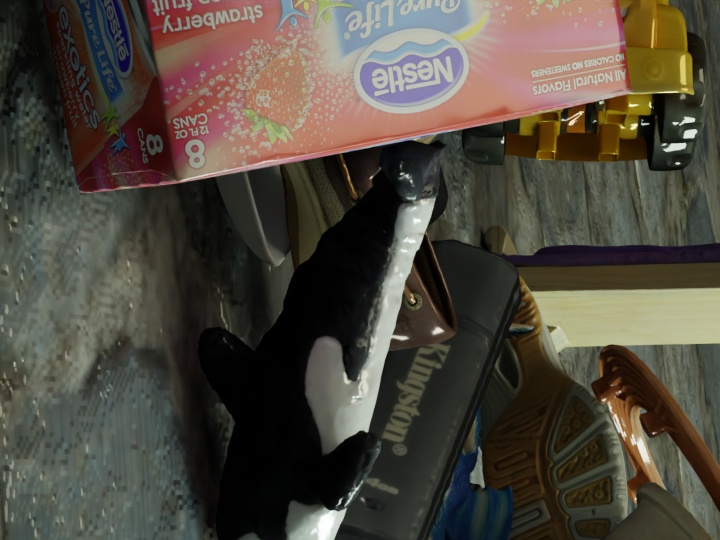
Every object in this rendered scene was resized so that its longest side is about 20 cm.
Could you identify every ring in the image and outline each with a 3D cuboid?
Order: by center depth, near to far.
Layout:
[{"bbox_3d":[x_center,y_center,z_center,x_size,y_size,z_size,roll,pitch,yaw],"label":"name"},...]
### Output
[{"bbox_3d":[0.169,0.130,1.065,0.201,0.019,0.200,62,-5,9],"label":"ring"}]

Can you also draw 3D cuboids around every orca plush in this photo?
[{"bbox_3d":[-0.028,0.037,0.828,0.105,0.071,0.201,-98,-153,-59],"label":"orca plush"}]

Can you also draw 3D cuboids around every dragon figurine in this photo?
[{"bbox_3d":[0.040,0.108,1.037,0.200,0.058,0.100,-56,138,-55],"label":"dragon figurine"}]

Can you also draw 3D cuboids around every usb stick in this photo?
[{"bbox_3d":[0.027,0.061,0.970,0.033,0.055,0.201,111,3,-47],"label":"usb stick"}]

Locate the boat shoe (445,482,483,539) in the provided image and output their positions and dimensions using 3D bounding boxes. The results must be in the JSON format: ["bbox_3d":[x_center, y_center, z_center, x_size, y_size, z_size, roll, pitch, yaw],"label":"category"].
[{"bbox_3d":[0.069,0.206,1.085,0.072,0.060,0.203,2,82,-69],"label":"boat shoe"}]

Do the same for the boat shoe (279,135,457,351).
[{"bbox_3d":[0.001,-0.060,0.879,0.072,0.071,0.202,-42,124,-66],"label":"boat shoe"}]

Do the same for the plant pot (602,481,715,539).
[{"bbox_3d":[0.117,0.234,0.973,0.201,0.183,0.200,56,-4,7],"label":"plant pot"}]

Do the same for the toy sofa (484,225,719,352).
[{"bbox_3d":[0.176,0.005,1.246,0.083,0.198,0.098,56,39,-50],"label":"toy sofa"}]

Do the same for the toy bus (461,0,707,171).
[{"bbox_3d":[0.129,-0.158,1.182,0.200,0.135,0.194,52,42,-83],"label":"toy bus"}]

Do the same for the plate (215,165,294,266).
[{"bbox_3d":[-0.048,-0.131,0.915,0.200,0.032,0.201,-64,142,-57],"label":"plate"}]

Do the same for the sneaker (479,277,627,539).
[{"bbox_3d":[0.096,0.088,1.120,0.088,0.075,0.201,64,7,-59],"label":"sneaker"}]

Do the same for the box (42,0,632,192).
[{"bbox_3d":[-0.008,-0.095,0.774,0.199,0.095,0.101,-12,96,-29],"label":"box"}]

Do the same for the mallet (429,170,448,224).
[{"bbox_3d":[0.000,0.000,1.006,0.201,0.041,0.066,-70,149,-44],"label":"mallet"}]
